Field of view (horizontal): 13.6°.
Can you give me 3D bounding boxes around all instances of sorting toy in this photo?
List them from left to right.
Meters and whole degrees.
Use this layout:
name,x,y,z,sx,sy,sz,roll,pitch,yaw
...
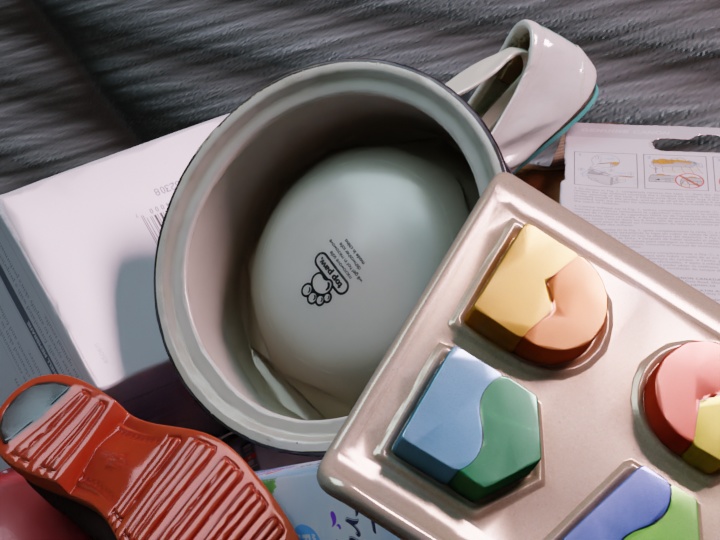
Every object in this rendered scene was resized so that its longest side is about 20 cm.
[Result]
name,x,y,z,sx,sy,sz,roll,pitch,yaw
sorting toy,0.101,0.066,1.311,0.200,0.185,0.037,-58,-1,-35

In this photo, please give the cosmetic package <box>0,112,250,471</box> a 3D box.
name,x,y,z,sx,sy,sz,roll,pitch,yaw
cosmetic package,-0.122,0.026,1.658,0.199,0.123,0.200,-22,-14,-33

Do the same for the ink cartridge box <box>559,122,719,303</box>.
name,x,y,z,sx,sy,sz,roll,pitch,yaw
ink cartridge box,0.179,-0.011,1.531,0.160,0.050,0.200,3,27,3

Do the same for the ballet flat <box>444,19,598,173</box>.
name,x,y,z,sx,sy,sz,roll,pitch,yaw
ballet flat,0.042,-0.053,1.583,0.200,0.069,0.069,-48,26,-8

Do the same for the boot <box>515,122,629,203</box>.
name,x,y,z,sx,sy,sz,roll,pitch,yaw
boot,0.061,0.000,1.627,0.199,0.077,0.156,-10,33,27

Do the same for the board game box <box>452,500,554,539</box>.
name,x,y,z,sx,sy,sz,roll,pitch,yaw
board game box,0.129,0.136,1.316,0.096,0.200,0.030,-45,-6,-33

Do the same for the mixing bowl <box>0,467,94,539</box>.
name,x,y,z,sx,sy,sz,roll,pitch,yaw
mixing bowl,-0.183,0.174,1.565,0.200,0.109,0.200,-38,-11,-8

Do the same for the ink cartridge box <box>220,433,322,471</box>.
name,x,y,z,sx,sy,sz,roll,pitch,yaw
ink cartridge box,-0.011,0.094,1.662,0.162,0.050,0.200,-28,3,3

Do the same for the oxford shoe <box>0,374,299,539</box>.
name,x,y,z,sx,sy,sz,roll,pitch,yaw
oxford shoe,-0.092,0.117,1.455,0.200,0.073,0.071,32,72,38

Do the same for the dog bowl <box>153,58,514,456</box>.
name,x,y,z,sx,sy,sz,roll,pitch,yaw
dog bowl,0.000,0.000,1.505,0.199,0.074,0.201,-7,73,25

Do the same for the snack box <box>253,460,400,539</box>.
name,x,y,z,sx,sy,sz,roll,pitch,yaw
snack box,0.009,0.157,1.408,0.053,0.143,0.200,-13,0,-36
